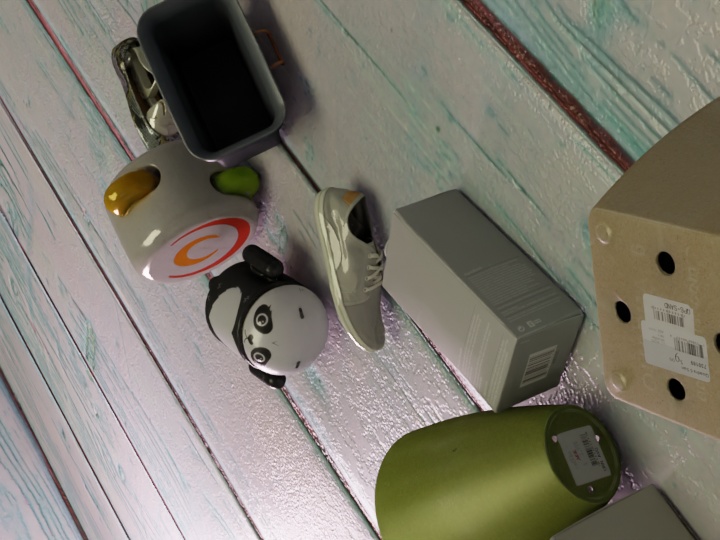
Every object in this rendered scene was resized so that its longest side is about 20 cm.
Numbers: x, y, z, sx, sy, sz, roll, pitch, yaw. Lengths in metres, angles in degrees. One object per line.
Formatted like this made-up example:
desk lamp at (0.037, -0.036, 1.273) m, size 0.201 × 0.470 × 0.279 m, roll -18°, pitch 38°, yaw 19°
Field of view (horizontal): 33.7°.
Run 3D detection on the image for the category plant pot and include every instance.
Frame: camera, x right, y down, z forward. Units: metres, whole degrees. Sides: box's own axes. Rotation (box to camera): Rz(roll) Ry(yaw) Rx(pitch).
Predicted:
plant pot at (0.259, 0.007, 0.759) m, size 0.199 × 0.176 × 0.201 m, roll 21°, pitch 125°, yaw 55°
plant pot at (0.144, 0.204, 1.127) m, size 0.200 × 0.187 × 0.188 m, roll -39°, pitch 73°, yaw 45°

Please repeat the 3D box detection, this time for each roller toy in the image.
roller toy at (-0.244, -0.083, 1.594) m, size 0.140 × 0.199 × 0.183 m, roll 60°, pitch 157°, yaw 20°

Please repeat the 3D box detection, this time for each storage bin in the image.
storage bin at (-0.161, -0.226, 1.430) m, size 0.134 × 0.145 × 0.201 m, roll 69°, pitch 175°, yaw -81°

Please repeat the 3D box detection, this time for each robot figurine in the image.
robot figurine at (-0.127, 0.059, 1.543) m, size 0.200 × 0.125 × 0.150 m, roll 28°, pitch 164°, yaw 52°

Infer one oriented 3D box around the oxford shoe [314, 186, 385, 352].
oxford shoe at (0.000, 0.000, 1.349) m, size 0.057 × 0.075 × 0.201 m, roll -7°, pitch 106°, yaw 25°

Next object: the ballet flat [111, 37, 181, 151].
ballet flat at (-0.303, -0.249, 1.726) m, size 0.201 × 0.072 × 0.072 m, roll 66°, pitch 152°, yaw 4°

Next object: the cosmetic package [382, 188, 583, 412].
cosmetic package at (0.110, 0.025, 1.142) m, size 0.200 × 0.090 × 0.107 m, roll 52°, pitch 148°, yaw 35°

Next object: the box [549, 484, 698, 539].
box at (0.218, 0.305, 1.083) m, size 0.109 × 0.127 × 0.200 m, roll 55°, pitch 148°, yaw 28°
